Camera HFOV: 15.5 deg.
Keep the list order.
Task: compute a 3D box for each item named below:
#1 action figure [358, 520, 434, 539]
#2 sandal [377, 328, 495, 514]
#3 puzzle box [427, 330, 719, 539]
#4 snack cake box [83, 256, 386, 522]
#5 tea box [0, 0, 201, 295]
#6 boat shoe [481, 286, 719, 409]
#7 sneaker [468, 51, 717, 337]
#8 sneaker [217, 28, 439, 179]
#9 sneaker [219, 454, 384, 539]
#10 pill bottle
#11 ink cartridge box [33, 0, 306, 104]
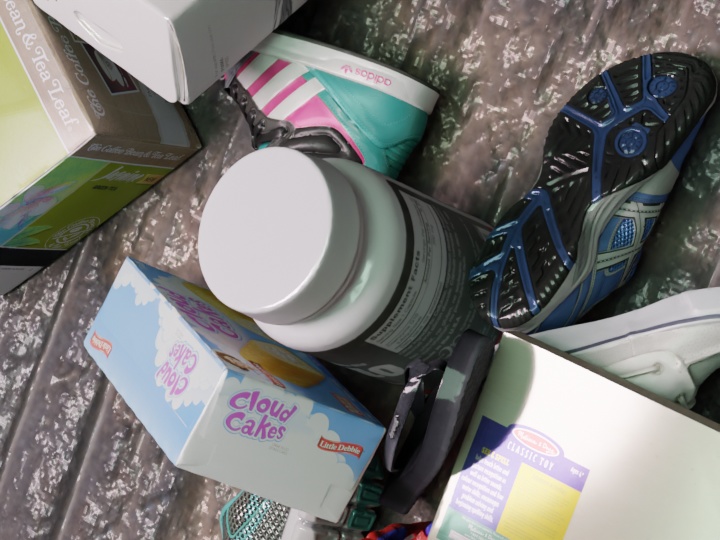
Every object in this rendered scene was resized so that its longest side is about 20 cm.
[{"bbox_3d":[0.064,0.166,1.601,0.199,0.099,0.066,-30,70,1],"label":"action figure"},{"bbox_3d":[0.033,0.092,1.548,0.043,0.200,0.076,26,62,0],"label":"sandal"},{"bbox_3d":[0.144,0.132,1.477,0.199,0.025,0.134,26,102,27],"label":"puzzle box"},{"bbox_3d":[-0.080,0.070,1.592,0.068,0.114,0.200,-62,29,8],"label":"snack cake box"},{"bbox_3d":[-0.247,-0.116,1.733,0.196,0.133,0.201,-34,73,24],"label":"tea box"},{"bbox_3d":[0.166,0.061,1.521,0.199,0.071,0.070,-14,70,15],"label":"boat shoe"},{"bbox_3d":[0.141,-0.043,1.558,0.076,0.077,0.200,38,88,35],"label":"sneaker"},{"bbox_3d":[-0.056,-0.086,1.661,0.199,0.084,0.122,18,87,27],"label":"sneaker"},{"bbox_3d":[-0.057,0.185,1.665,0.091,0.077,0.201,32,100,42],"label":"sneaker"},{"bbox_3d":[0.000,0.000,1.547,0.113,0.200,0.115,-11,71,33],"label":"pill bottle"},{"bbox_3d":[-0.093,-0.218,1.622,0.146,0.083,0.200,36,64,25],"label":"ink cartridge box"}]
